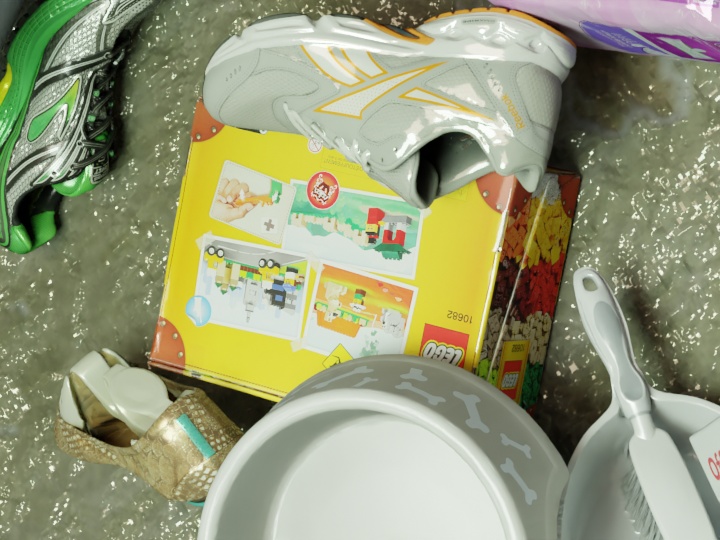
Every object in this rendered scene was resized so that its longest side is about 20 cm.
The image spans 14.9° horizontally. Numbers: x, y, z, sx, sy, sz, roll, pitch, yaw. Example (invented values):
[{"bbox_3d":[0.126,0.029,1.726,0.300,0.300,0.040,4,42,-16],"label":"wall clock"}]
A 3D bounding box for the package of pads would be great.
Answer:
[{"bbox_3d":[0.163,-0.143,1.344,0.200,0.120,0.076,10,89,29],"label":"package of pads"}]

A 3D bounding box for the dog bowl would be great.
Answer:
[{"bbox_3d":[0.009,0.143,1.345,0.200,0.059,0.201,1,93,24],"label":"dog bowl"}]

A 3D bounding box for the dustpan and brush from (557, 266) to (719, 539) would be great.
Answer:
[{"bbox_3d":[0.145,0.092,1.373,0.139,0.057,0.200,-18,61,-6],"label":"dustpan and brush"}]

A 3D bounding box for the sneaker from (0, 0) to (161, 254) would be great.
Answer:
[{"bbox_3d":[-0.159,-0.095,1.558,0.085,0.078,0.200,43,119,15],"label":"sneaker"}]

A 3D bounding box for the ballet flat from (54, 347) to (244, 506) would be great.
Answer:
[{"bbox_3d":[-0.123,0.073,1.491,0.200,0.070,0.065,12,138,58],"label":"ballet flat"}]

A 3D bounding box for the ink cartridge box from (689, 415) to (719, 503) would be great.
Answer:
[{"bbox_3d":[0.243,0.138,1.270,0.084,0.145,0.200,-24,82,-11],"label":"ink cartridge box"}]

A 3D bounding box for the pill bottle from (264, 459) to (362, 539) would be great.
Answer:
[{"bbox_3d":[-0.042,0.182,1.463,0.113,0.113,0.200,39,107,23],"label":"pill bottle"}]

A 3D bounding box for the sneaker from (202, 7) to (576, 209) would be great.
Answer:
[{"bbox_3d":[0.007,-0.076,1.376,0.200,0.076,0.092,-2,70,27],"label":"sneaker"}]

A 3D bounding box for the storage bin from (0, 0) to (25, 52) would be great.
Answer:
[{"bbox_3d":[-0.253,-0.152,1.507,0.200,0.145,0.135,-40,27,46],"label":"storage bin"}]

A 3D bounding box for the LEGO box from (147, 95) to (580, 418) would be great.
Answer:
[{"bbox_3d":[0.000,0.000,1.459,0.200,0.077,0.149,15,97,28],"label":"LEGO box"}]
